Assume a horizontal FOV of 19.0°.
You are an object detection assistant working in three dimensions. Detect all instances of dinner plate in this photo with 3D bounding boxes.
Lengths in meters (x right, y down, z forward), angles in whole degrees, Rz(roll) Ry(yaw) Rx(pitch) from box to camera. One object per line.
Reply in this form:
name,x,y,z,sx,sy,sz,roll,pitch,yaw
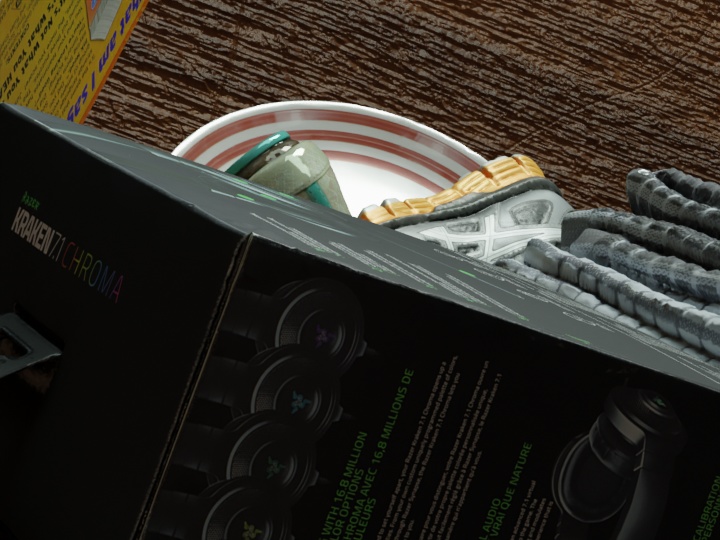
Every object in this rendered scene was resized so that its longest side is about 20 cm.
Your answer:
dinner plate,0.000,0.000,0.963,0.200,0.024,0.200,10,45,-10

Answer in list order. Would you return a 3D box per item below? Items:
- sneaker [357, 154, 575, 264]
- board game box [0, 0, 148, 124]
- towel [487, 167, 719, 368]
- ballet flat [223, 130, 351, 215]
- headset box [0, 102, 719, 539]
sneaker,0.034,0.014,0.890,0.077,0.078,0.200,42,47,21
board game box,-0.207,-0.157,0.897,0.200,0.200,0.200,19,-28,9
towel,0.141,0.058,0.677,0.166,0.086,0.200,56,-14,-25
ballet flat,-0.057,0.008,0.809,0.062,0.067,0.200,52,-27,-3
headset box,-0.006,0.037,0.549,0.200,0.093,0.174,19,4,-30
